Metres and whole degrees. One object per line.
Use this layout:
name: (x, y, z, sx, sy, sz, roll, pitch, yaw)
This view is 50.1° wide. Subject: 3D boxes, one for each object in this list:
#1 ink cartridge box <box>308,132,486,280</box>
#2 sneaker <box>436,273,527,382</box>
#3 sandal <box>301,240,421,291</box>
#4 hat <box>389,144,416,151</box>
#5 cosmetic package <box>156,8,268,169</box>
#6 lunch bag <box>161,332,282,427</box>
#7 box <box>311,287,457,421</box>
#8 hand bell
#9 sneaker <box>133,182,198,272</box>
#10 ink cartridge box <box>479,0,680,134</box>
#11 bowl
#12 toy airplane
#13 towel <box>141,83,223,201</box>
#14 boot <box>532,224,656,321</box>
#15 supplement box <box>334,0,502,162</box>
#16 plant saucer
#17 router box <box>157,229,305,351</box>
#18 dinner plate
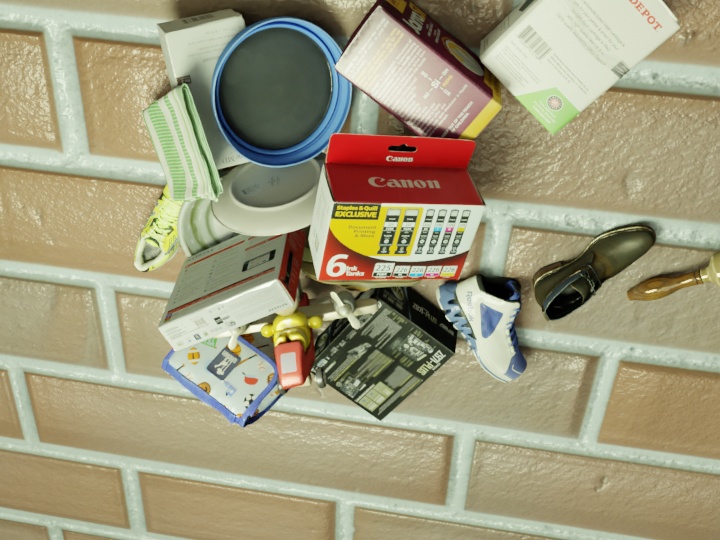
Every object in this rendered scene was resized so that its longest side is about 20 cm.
ink cartridge box: (0.046, -0.077, 0.981, 0.198, 0.084, 0.176, -1, 134, -15)
sneaker: (0.220, 0.081, 1.216, 0.115, 0.081, 0.200, -31, 109, 28)
sandal: (0.000, 0.000, 1.179, 0.198, 0.081, 0.054, 6, 144, 2)
hat: (0.030, -0.093, 1.098, 0.199, 0.081, 0.202, 0, 91, 17)
cosmetic package: (-0.204, -0.248, 1.073, 0.112, 0.081, 0.201, -18, 120, -15)
lunch bag: (-0.198, 0.150, 1.244, 0.169, 0.200, 0.124, 34, 122, 11)
box: (0.036, 0.126, 1.274, 0.163, 0.086, 0.200, 36, 121, -11)
hand bell: (0.493, 0.013, 1.135, 0.199, 0.104, 0.104, -20, 116, 35)
sneaker: (-0.301, -0.074, 1.223, 0.075, 0.077, 0.201, 28, 121, -5)
ink cartridge box: (0.272, -0.298, 0.973, 0.145, 0.084, 0.200, 41, 120, -15)
bowl: (-0.109, -0.242, 1.050, 0.199, 0.039, 0.202, -12, 119, -22)
toy airplane: (-0.100, 0.071, 1.164, 0.198, 0.200, 0.142, 26, 144, 38)
towel: (-0.249, -0.166, 1.062, 0.023, 0.200, 0.154, -22, 103, -25)
boot: (0.349, 0.009, 1.138, 0.199, 0.097, 0.075, -32, 111, 26)
supplement box: (0.080, -0.259, 1.007, 0.199, 0.131, 0.103, 35, 121, -13)
plant saucer: (-0.186, -0.067, 1.213, 0.198, 0.050, 0.201, 1, 124, 1)
router box: (-0.183, 0.014, 1.129, 0.199, 0.180, 0.049, -22, 121, 17)
dinner plate: (-0.117, -0.121, 1.086, 0.199, 0.201, 0.024, -3, 133, 12)
